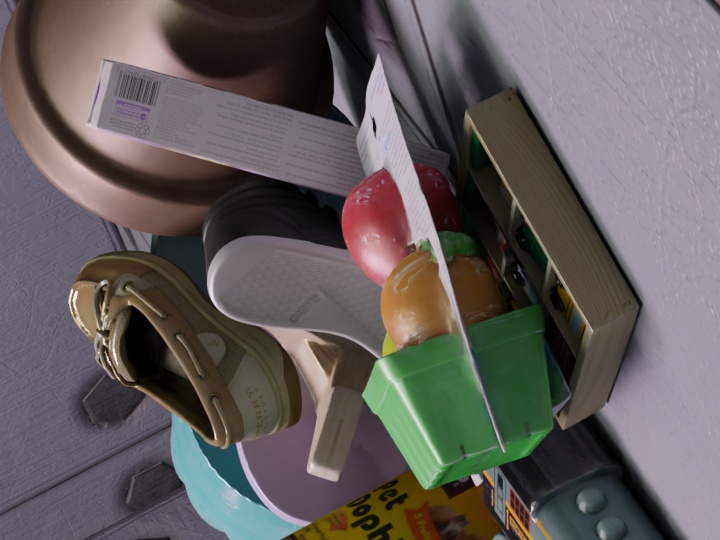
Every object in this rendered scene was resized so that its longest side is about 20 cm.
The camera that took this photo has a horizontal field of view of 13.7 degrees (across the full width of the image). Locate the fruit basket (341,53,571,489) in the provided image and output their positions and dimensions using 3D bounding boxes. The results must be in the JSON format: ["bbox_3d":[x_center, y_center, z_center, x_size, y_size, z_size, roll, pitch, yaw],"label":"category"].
[{"bbox_3d":[0.040,0.004,1.519,0.185,0.093,0.201,105,153,-78],"label":"fruit basket"}]

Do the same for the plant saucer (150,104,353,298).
[{"bbox_3d":[-0.065,-0.015,1.862,0.036,0.200,0.201,9,133,43],"label":"plant saucer"}]

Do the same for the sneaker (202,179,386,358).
[{"bbox_3d":[0.000,0.000,1.667,0.071,0.199,0.099,-65,25,22],"label":"sneaker"}]

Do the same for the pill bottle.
[{"bbox_3d":[0.041,0.172,1.760,0.110,0.199,0.109,60,172,14],"label":"pill bottle"}]

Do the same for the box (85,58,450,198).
[{"bbox_3d":[-0.051,-0.072,1.647,0.039,0.199,0.042,-156,80,-75],"label":"box"}]

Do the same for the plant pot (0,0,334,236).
[{"bbox_3d":[-0.092,-0.144,1.723,0.201,0.199,0.175,61,151,14],"label":"plant pot"}]

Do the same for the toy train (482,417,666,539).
[{"bbox_3d":[0.131,0.168,1.626,0.200,0.085,0.114,56,160,39],"label":"toy train"}]

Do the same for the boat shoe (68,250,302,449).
[{"bbox_3d":[-0.115,0.047,1.737,0.200,0.063,0.074,32,134,42],"label":"boat shoe"}]

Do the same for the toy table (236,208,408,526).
[{"bbox_3d":[-0.002,0.047,1.786,0.117,0.183,0.201,122,154,-74],"label":"toy table"}]

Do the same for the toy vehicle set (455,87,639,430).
[{"bbox_3d":[0.089,-0.002,1.505,0.125,0.026,0.200,61,172,14],"label":"toy vehicle set"}]

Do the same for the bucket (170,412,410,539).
[{"bbox_3d":[-0.028,0.091,1.975,0.208,0.206,0.135,61,170,13],"label":"bucket"}]
